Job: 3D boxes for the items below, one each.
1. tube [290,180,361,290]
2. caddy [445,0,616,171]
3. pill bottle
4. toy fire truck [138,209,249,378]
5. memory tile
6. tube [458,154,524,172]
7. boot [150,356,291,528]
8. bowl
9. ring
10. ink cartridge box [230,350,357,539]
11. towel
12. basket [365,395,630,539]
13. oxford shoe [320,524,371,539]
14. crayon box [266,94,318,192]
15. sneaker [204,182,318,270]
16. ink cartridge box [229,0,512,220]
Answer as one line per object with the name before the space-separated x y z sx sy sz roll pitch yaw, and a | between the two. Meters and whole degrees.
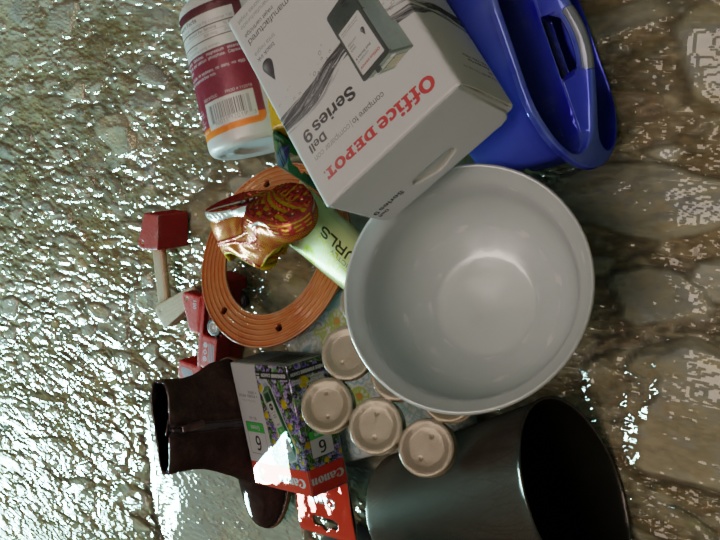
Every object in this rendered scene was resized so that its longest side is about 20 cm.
tube | 0.000 0.000 0.982 0.200 0.052 0.058 41 92 26
caddy | 0.142 -0.171 0.851 0.105 0.141 0.201 -22 84 40
pill bottle | -0.121 -0.223 1.059 0.114 0.114 0.201 -14 88 38
toy fire truck | -0.195 0.040 1.194 0.141 0.049 0.201 16 107 35
memory tile | 0.042 0.067 0.910 0.153 0.017 0.201 18 84 23
tube | 0.109 -0.090 0.925 0.200 0.058 0.052 57 142 14
boot | -0.153 0.197 1.110 0.072 0.166 0.201 -3 95 37
bowl | 0.094 0.021 0.844 0.200 0.090 0.202 -4 76 19
ring | -0.088 -0.016 1.086 0.200 0.019 0.202 -12 68 32
ink cartridge box | -0.068 0.186 1.067 0.109 0.050 0.201 -3 100 52
towel | 0.014 0.097 1.047 0.199 0.048 0.172 -21 87 38
basket | 0.113 0.211 0.935 0.199 0.136 0.181 -18 110 43
oxford shoe | 0.029 0.320 1.058 0.200 0.071 0.071 16 66 48
crayon box | -0.048 -0.184 0.977 0.051 0.126 0.201 -12 78 16
sneaker | -0.086 -0.040 1.010 0.200 0.073 0.077 5 122 65
ink cartridge box | 0.004 -0.162 0.814 0.146 0.084 0.201 -41 63 26
